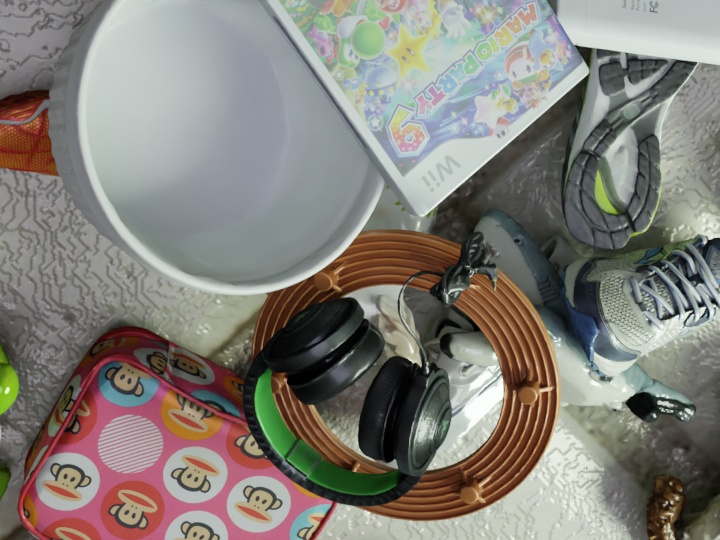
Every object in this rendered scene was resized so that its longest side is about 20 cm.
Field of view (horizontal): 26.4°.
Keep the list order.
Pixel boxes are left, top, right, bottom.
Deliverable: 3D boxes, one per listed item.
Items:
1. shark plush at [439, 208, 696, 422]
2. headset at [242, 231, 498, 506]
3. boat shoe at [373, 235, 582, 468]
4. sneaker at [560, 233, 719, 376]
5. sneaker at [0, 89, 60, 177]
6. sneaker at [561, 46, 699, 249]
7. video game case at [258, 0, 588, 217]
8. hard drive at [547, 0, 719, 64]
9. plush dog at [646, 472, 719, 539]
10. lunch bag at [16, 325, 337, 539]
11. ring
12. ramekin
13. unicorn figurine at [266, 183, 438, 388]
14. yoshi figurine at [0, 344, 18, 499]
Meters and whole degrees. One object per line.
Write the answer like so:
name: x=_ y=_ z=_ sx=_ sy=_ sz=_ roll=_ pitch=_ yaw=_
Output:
shark plush: x=0.150 y=0.041 z=0.996 sx=0.200 sy=0.091 sz=0.083 roll=27 pitch=61 yaw=-10
headset: x=0.010 y=0.058 z=0.918 sx=0.123 sy=0.094 sz=0.200 roll=38 pitch=132 yaw=0
boat shoe: x=0.077 y=0.056 z=1.047 sx=0.200 sy=0.072 sz=0.066 roll=-38 pitch=103 yaw=6
sneaker: x=0.198 y=0.009 z=0.981 sx=0.085 sy=0.200 sz=0.077 roll=-27 pitch=84 yaw=35
sneaker: x=-0.179 y=-0.080 z=0.973 sx=0.199 sy=0.073 sz=0.077 roll=-7 pitch=105 yaw=-4
sneaker: x=0.170 y=-0.110 z=1.005 sx=0.074 sy=0.081 sz=0.200 roll=19 pitch=86 yaw=-5
video game case: x=0.030 y=-0.151 z=0.887 sx=0.143 sy=0.018 sz=0.200 roll=-41 pitch=112 yaw=-12
hard drive: x=0.219 y=-0.196 z=0.972 sx=0.199 sy=0.027 sz=0.132 roll=6 pitch=74 yaw=-8
plush dog: x=0.300 y=0.192 z=1.088 sx=0.200 sy=0.161 sz=0.172 roll=37 pitch=127 yaw=-14
lunch bag: x=-0.128 y=0.152 z=1.048 sx=0.200 sy=0.082 sz=0.176 roll=29 pitch=103 yaw=-15
ring: x=0.025 y=0.071 z=0.955 sx=0.200 sy=0.019 sz=0.201 roll=6 pitch=114 yaw=15
ramekin: x=-0.090 y=-0.089 z=0.907 sx=0.200 sy=0.105 sz=0.201 roll=-3 pitch=96 yaw=-29
unicorn figurine: x=0.000 y=0.000 z=0.991 sx=0.137 sy=0.074 sz=0.200 roll=25 pitch=99 yaw=15
yoshi figurine: x=-0.290 y=0.115 z=1.028 sx=0.200 sy=0.112 sz=0.112 roll=-48 pitch=66 yaw=24
